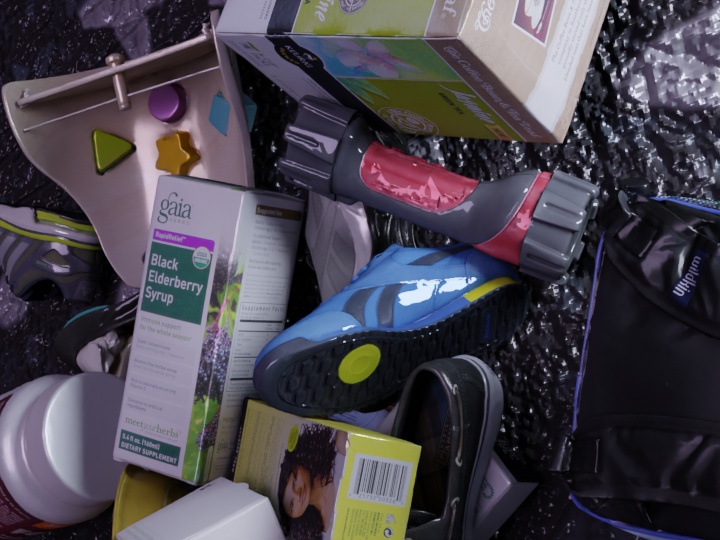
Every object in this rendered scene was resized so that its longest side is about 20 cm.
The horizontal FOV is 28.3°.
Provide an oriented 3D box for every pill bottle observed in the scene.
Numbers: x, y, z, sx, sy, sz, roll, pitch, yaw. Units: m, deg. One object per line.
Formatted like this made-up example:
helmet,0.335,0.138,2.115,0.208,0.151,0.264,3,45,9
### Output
pill bottle,-0.250,0.146,1.114,0.199,0.113,0.115,-23,70,48

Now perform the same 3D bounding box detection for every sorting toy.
sorting toy,-0.151,-0.083,1.101,0.198,0.107,0.182,-14,91,24

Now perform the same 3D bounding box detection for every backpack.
backpack,0.224,0.060,0.729,0.199,0.146,0.185,11,90,44

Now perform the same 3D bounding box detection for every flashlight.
flashlight,0.048,-0.056,0.896,0.198,0.068,0.068,23,81,13

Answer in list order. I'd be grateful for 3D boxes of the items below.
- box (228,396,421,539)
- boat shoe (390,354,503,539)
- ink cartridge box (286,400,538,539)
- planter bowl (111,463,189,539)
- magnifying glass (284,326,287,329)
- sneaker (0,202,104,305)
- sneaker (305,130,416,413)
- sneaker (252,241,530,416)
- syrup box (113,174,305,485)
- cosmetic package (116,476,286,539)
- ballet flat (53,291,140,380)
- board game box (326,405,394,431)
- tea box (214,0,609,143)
box,-0.029,0.127,0.888,0.200,0.050,0.076,179,103,-69
boat shoe,0.035,0.149,0.862,0.068,0.056,0.202,12,91,39
ink cartridge box,0.020,0.169,0.932,0.200,0.039,0.100,-50,57,21
planter bowl,-0.110,0.229,0.997,0.083,0.201,0.203,-9,76,3
magnifying glass,-0.067,0.053,1.028,0.079,0.022,0.202,-17,74,36
sneaker,-0.292,-0.016,1.222,0.199,0.074,0.082,7,91,42
sneaker,0.000,0.000,0.982,0.079,0.073,0.202,-21,65,46
sneaker,0.010,0.030,0.893,0.078,0.199,0.066,47,143,36
syrup box,-0.105,0.039,0.993,0.078,0.081,0.202,11,94,31
cosmetic package,-0.066,0.239,0.879,0.202,0.084,0.107,66,161,-6
ballet flat,-0.173,0.052,1.107,0.199,0.068,0.069,-28,47,34
board game box,0.006,0.143,0.984,0.199,0.019,0.104,18,95,40
tea box,0.048,-0.201,0.890,0.195,0.133,0.202,9,73,41
